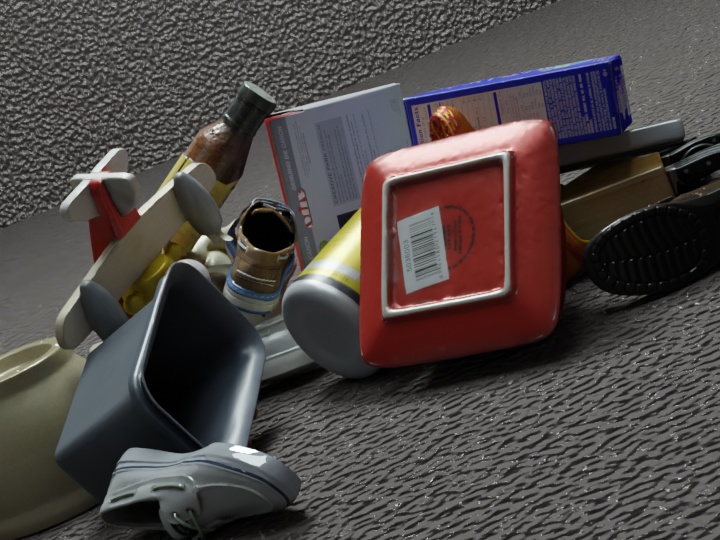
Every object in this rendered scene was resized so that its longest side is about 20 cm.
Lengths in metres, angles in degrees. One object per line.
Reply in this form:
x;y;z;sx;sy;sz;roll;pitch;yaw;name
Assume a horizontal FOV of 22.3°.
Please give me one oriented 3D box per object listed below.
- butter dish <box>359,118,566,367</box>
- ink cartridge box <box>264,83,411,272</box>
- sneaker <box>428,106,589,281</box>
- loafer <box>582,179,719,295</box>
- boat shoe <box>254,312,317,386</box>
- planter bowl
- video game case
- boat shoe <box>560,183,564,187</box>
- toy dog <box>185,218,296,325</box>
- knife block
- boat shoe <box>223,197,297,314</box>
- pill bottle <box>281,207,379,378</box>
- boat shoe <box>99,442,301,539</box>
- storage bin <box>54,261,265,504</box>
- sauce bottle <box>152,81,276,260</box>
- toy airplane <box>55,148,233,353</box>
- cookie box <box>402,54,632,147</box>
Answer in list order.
0.110;-0.009;1.595;0.199;0.201;0.148;-11;-22;31;butter dish
-0.025;-0.079;1.923;0.175;0.201;0.084;-17;7;-34;ink cartridge box
0.136;-0.076;1.684;0.077;0.200;0.073;-42;10;-14;sneaker
0.283;-0.031;1.569;0.199;0.073;0.071;-19;1;-6;loafer
-0.135;0.085;1.756;0.199;0.069;0.072;-19;-9;16;boat shoe
-0.304;0.146;1.697;0.200;0.135;0.200;-22;12;5;planter bowl
0.230;-0.119;1.861;0.199;0.023;0.182;-13;-1;9;video game case
0.172;-0.059;1.862;0.070;0.066;0.200;-15;15;33;boat shoe
-0.157;0.035;1.904;0.194;0.140;0.200;-45;18;-11;toy dog
0.266;-0.065;1.723;0.200;0.064;0.175;-31;14;-35;knife block
-0.091;-0.030;1.799;0.072;0.073;0.200;16;24;-10;boat shoe
0.024;-0.002;1.695;0.112;0.112;0.200;-8;33;49;pill bottle
-0.127;0.182;1.425;0.200;0.074;0.067;-8;46;48;boat shoe
-0.174;0.116;1.591;0.134;0.146;0.200;-34;25;25;storage bin
-0.155;-0.098;1.844;0.200;0.066;0.066;-53;7;13;sauce bottle
-0.204;-0.014;1.726;0.141;0.201;0.199;19;2;21;toy airplane
0.155;-0.154;1.771;0.199;0.076;0.171;-9;6;13;cookie box
